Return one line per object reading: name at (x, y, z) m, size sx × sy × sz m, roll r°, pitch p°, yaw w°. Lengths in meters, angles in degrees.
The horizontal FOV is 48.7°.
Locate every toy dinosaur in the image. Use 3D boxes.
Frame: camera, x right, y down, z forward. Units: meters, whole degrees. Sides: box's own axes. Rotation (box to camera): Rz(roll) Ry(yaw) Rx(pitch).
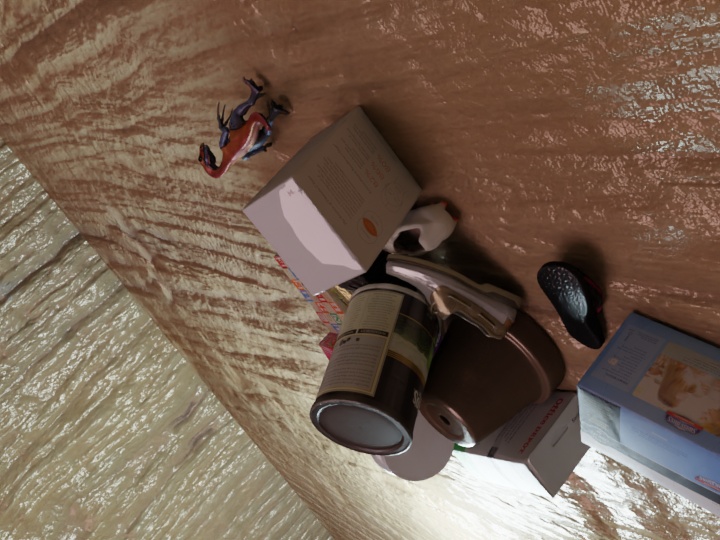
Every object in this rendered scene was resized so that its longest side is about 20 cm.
toy dinosaur at (-0.200, -0.206, 1.235) m, size 0.105 × 0.200 × 0.182 m, roll 37°, pitch 113°, yaw -8°

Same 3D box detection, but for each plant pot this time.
plant pot at (0.176, 0.162, 1.199) m, size 0.200 × 0.175 × 0.201 m, roll 37°, pitch 155°, yaw 20°

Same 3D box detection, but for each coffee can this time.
coffee can at (0.025, 0.140, 1.142) m, size 0.146 × 0.201 × 0.147 m, roll 12°, pitch 143°, yaw 9°

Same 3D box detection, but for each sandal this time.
sandal at (0.274, 0.035, 1.004) m, size 0.075 × 0.045 × 0.200 m, roll 33°, pitch 169°, yaw 37°

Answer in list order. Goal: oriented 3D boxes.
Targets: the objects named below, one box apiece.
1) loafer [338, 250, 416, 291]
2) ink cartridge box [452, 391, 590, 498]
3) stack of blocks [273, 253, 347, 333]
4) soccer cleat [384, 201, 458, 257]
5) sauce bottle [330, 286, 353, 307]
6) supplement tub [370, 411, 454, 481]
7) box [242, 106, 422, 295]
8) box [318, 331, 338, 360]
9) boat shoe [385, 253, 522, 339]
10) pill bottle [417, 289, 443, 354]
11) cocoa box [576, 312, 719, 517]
loafer at (0.000, 0.000, 1.239) m, size 0.200 × 0.073 × 0.072 m, roll 34°, pitch 145°, yaw 18°
ink cartridge box at (0.259, 0.267, 1.265) m, size 0.084 × 0.146 × 0.200 m, roll 50°, pitch 157°, yaw -14°
stack of blocks at (-0.066, 0.031, 1.523) m, size 0.200 × 0.059 × 0.115 m, roll 54°, pitch 155°, yaw -19°
soccer cleat at (0.062, -0.053, 1.152) m, size 0.069 × 0.078 × 0.200 m, roll 51°, pitch 156°, yaw -14°
sauce bottle at (-0.034, 0.013, 1.434) m, size 0.200 × 0.066 × 0.066 m, roll 42°, pitch 157°, yaw 4°
supplement tub at (0.068, 0.263, 1.360) m, size 0.146 × 0.145 × 0.200 m, roll 52°, pitch 174°, yaw -16°
box at (-0.032, -0.094, 1.056) m, size 0.106 × 0.200 × 0.152 m, roll -25°, pitch 110°, yaw 41°
box at (0.023, 0.166, 1.552) m, size 0.200 × 0.095 × 0.100 m, roll 11°, pitch 139°, yaw 52°
boat shoe at (0.123, 0.035, 1.115) m, size 0.199 × 0.069 × 0.075 m, roll 21°, pitch 178°, yaw 3°
pill bottle at (0.076, 0.090, 1.319) m, size 0.112 × 0.112 × 0.200 m, roll 29°, pitch 152°, yaw 32°
cocoa box at (0.373, 0.167, 0.928) m, size 0.199 × 0.133 × 0.132 m, roll 26°, pitch 150°, yaw 37°
